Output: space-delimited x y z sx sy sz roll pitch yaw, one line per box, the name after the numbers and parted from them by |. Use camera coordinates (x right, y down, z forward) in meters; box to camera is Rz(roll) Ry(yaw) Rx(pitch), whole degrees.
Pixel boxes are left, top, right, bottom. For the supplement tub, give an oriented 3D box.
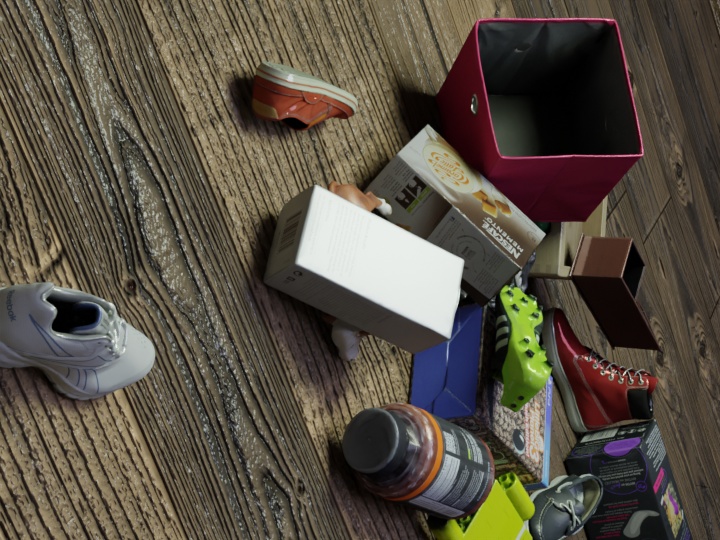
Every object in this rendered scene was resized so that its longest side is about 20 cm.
0.061 0.207 1.672 0.200 0.106 0.108 30 53 -52 | supplement tub

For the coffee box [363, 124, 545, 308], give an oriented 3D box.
0.114 -0.067 1.824 0.200 0.080 0.114 43 33 1 | coffee box

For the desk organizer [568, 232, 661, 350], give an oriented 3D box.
0.368 0.034 2.138 0.200 0.077 0.072 52 50 -46 | desk organizer

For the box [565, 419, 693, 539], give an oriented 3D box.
0.393 0.336 2.213 0.106 0.122 0.201 -36 110 -61 | box

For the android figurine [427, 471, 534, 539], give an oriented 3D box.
0.150 0.334 1.814 0.182 0.041 0.201 -53 127 -31 | android figurine

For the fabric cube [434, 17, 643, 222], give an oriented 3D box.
0.221 -0.189 1.946 0.199 0.198 0.198 122 -36 -65 | fabric cube

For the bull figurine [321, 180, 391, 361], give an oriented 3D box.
0.000 0.000 1.694 0.121 0.065 0.202 11 71 -64 | bull figurine

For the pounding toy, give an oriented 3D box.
0.244 -0.084 2.134 0.200 0.141 0.186 6 88 -58 | pounding toy

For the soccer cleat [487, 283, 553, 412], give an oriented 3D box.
0.179 0.086 1.786 0.067 0.081 0.200 28 26 -15 | soccer cleat

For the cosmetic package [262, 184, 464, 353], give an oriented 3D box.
0.006 0.001 1.604 0.199 0.074 0.102 28 59 -24 | cosmetic package

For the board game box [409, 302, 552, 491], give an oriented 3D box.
0.150 0.162 1.866 0.200 0.096 0.160 45 41 -45 | board game box

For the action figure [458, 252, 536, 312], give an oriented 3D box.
0.168 0.006 1.956 0.200 0.118 0.103 -50 133 -67 | action figure

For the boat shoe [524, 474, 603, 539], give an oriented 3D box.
0.278 0.325 2.070 0.200 0.060 0.076 -37 111 -60 | boat shoe

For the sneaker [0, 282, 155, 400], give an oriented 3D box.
-0.226 0.056 1.229 0.200 0.087 0.075 23 57 -58 | sneaker

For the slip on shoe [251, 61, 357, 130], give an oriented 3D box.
-0.064 -0.185 1.665 0.200 0.074 0.062 -2 114 -68 | slip on shoe

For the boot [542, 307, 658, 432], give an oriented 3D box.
0.351 0.134 2.200 0.201 0.143 0.072 66 30 -17 | boot
